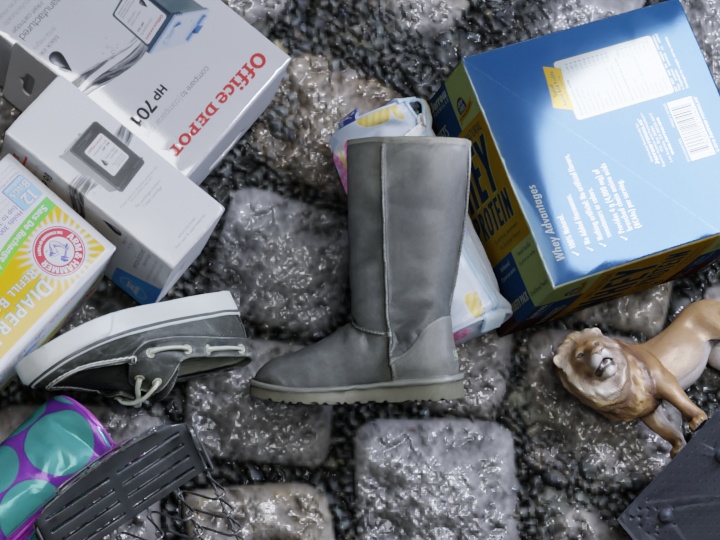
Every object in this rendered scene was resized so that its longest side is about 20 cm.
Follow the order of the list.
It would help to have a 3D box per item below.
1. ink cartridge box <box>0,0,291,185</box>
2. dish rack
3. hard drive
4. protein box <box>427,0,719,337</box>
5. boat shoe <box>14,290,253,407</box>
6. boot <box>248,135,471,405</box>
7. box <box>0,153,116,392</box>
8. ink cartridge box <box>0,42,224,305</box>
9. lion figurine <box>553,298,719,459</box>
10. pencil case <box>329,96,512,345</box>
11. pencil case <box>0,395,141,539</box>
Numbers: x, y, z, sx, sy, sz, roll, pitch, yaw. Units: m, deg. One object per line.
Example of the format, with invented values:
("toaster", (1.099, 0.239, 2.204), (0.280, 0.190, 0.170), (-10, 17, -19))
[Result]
("ink cartridge box", (-0.178, -0.164, 1.754), (0.200, 0.086, 0.146), (38, 67, 1))
("dish rack", (-0.139, 0.216, 1.609), (0.153, 0.055, 0.200), (-34, 117, -24))
("hard drive", (0.314, 0.215, 1.755), (0.200, 0.042, 0.135), (42, 97, 2))
("protein box", (0.182, -0.082, 1.795), (0.200, 0.135, 0.199), (-17, 78, -20))
("boat shoe", (-0.161, 0.065, 1.664), (0.200, 0.071, 0.064), (-15, 75, -41))
("boot", (-0.001, 0.000, 1.706), (0.182, 0.073, 0.200), (-4, 93, 8))
("box", (-0.287, 0.030, 1.649), (0.112, 0.101, 0.200), (41, 67, 1))
("ink cartridge box", (-0.208, -0.069, 1.697), (0.200, 0.116, 0.067), (39, 68, 0))
("lion figurine", (0.254, 0.070, 1.809), (0.200, 0.073, 0.123), (-27, 64, -36))
("pencil case", (0.049, -0.036, 1.769), (0.083, 0.091, 0.200), (-6, 72, -55))
("pencil case", (-0.255, 0.181, 1.612), (0.200, 0.092, 0.085), (-46, 127, -25))
